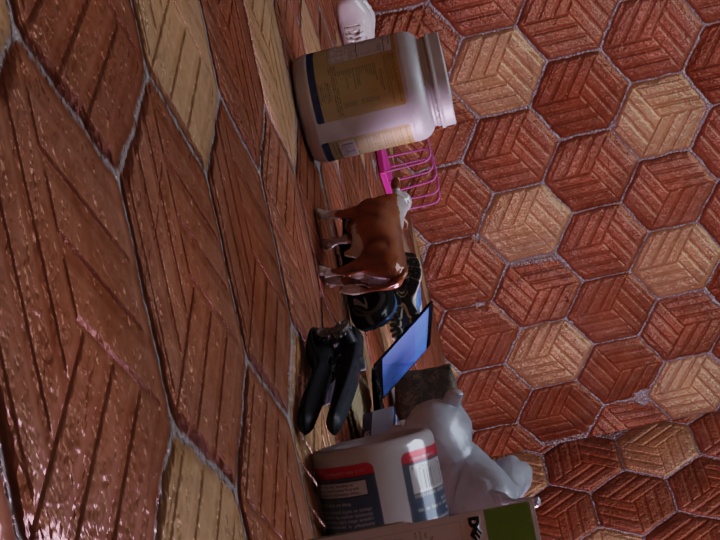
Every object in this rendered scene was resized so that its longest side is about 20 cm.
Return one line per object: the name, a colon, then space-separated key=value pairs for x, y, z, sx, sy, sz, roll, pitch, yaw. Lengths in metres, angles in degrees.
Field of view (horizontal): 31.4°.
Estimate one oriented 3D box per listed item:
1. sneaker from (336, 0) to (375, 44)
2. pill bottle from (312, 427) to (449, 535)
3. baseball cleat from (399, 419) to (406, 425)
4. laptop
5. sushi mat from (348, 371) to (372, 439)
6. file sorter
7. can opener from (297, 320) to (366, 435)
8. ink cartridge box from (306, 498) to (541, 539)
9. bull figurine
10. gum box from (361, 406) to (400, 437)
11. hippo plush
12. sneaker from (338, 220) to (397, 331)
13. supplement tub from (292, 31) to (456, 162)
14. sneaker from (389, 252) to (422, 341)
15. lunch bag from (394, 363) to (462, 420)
sneaker: x=-0.004 y=-0.468 z=2.599 sx=0.081 sy=0.075 sz=0.201 roll=-83 pitch=161 yaw=-44
pill bottle: x=0.030 y=0.258 z=1.203 sx=0.120 sy=0.118 sz=0.203 roll=19 pitch=60 yaw=-83
baseball cleat: x=0.074 y=0.256 z=1.824 sx=0.200 sy=0.069 sz=0.108 roll=118 pitch=-42 yaw=-62
laptop: x=0.068 y=0.174 z=1.710 sx=0.178 sy=0.102 sz=0.203 roll=85 pitch=-7 yaw=-67
sushi mat: x=-0.005 y=0.148 z=1.613 sx=0.200 sy=0.012 sz=0.097 roll=-59 pitch=138 yaw=-82
file sorter: x=0.110 y=-0.246 z=2.974 sx=0.201 sy=0.124 sz=0.141 roll=67 pitch=12 yaw=-62
can opener: x=-0.025 y=0.107 z=1.248 sx=0.200 sy=0.062 sz=0.080 roll=-85 pitch=163 yaw=-72
ink cartridge box: x=0.056 y=0.279 z=1.017 sx=0.076 sy=0.197 sz=0.150 roll=66 pitch=13 yaw=-63
bull figurine: x=0.008 y=-0.042 z=1.585 sx=0.201 sy=0.120 sz=0.066 roll=-93 pitch=170 yaw=-55
gum box: x=0.049 y=0.292 z=1.509 sx=0.171 sy=0.044 sz=0.202 roll=-83 pitch=155 yaw=-62
hippo plush: x=0.094 y=0.232 z=1.446 sx=0.161 sy=0.159 sz=0.200 roll=49 pitch=6 yaw=4
sneaker: x=0.000 y=0.000 z=1.752 sx=0.083 sy=0.070 sz=0.202 roll=51 pitch=23 yaw=-46
supplement tub: x=0.020 y=-0.232 z=1.692 sx=0.144 sy=0.197 sz=0.147 roll=-12 pitch=90 yaw=-84
sneaker: x=0.078 y=0.061 z=2.361 sx=0.089 sy=0.077 sz=0.203 roll=82 pitch=7 yaw=-64
lunch bag: x=0.122 y=0.282 z=2.096 sx=0.201 sy=0.116 sz=0.166 roll=80 pitch=2 yaw=-50
